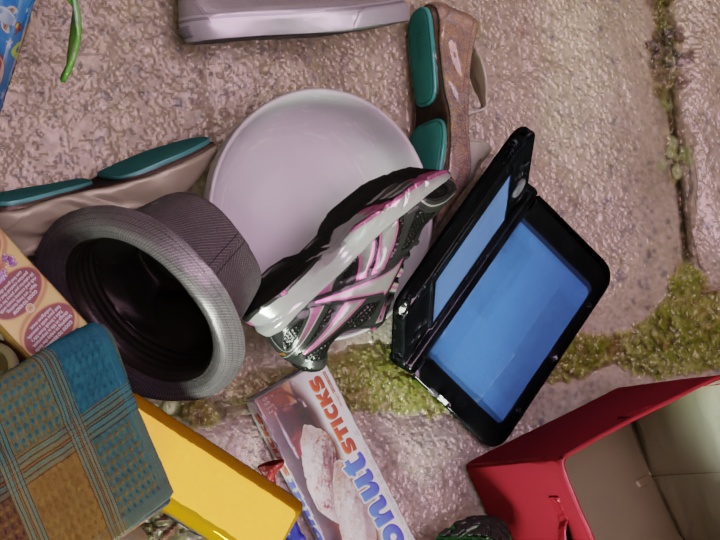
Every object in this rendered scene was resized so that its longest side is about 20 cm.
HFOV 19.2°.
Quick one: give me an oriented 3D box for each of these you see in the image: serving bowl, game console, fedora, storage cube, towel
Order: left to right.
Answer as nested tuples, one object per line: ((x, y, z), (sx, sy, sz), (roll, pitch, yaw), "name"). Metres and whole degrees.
((-0.209, 0.131, 1.471), (0.200, 0.022, 0.148), (-34, 106, -59), "towel")
((-0.147, 0.006, 1.609), (0.177, 0.200, 0.090), (49, 55, -9), "fedora")
((-0.043, -0.044, 1.716), (0.198, 0.066, 0.202), (1, 88, -26), "serving bowl")
((0.123, 0.015, 1.762), (0.116, 0.176, 0.201), (31, 69, 13), "game console")
((0.219, 0.199, 1.742), (0.199, 0.180, 0.172), (-24, 93, -23), "storage cube")

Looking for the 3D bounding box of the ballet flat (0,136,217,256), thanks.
((-0.200, -0.050, 1.659), (0.198, 0.069, 0.070), (-17, 90, -21), "ballet flat")

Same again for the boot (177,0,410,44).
((-0.055, -0.239, 1.733), (0.198, 0.073, 0.097), (-6, 93, -23), "boot")

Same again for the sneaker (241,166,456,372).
((0.000, 0.000, 1.666), (0.200, 0.080, 0.087), (-39, 111, -11), "sneaker")

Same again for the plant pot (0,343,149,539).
((-0.258, 0.189, 1.543), (0.183, 0.200, 0.201), (45, 69, -24), "plant pot")

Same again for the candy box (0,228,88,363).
((-0.284, 0.009, 1.581), (0.200, 0.116, 0.057), (47, 68, -11), "candy box")

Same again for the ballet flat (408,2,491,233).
((0.077, -0.125, 1.784), (0.067, 0.068, 0.202), (6, 83, -30), "ballet flat")

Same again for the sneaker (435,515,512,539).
((0.077, 0.296, 1.729), (0.085, 0.077, 0.202), (27, 81, -61), "sneaker")

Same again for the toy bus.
((-0.146, 0.150, 1.622), (0.199, 0.078, 0.065), (34, 81, -9), "toy bus")

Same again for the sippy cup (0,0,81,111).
((-0.309, -0.180, 1.594), (0.139, 0.176, 0.132), (11, 90, -66), "sippy cup")

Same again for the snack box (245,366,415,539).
((-0.017, 0.177, 1.726), (0.072, 0.024, 0.201), (-29, 96, -26), "snack box")

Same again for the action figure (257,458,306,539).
((-0.048, 0.254, 1.693), (0.065, 0.052, 0.202), (-25, 96, -29), "action figure")
